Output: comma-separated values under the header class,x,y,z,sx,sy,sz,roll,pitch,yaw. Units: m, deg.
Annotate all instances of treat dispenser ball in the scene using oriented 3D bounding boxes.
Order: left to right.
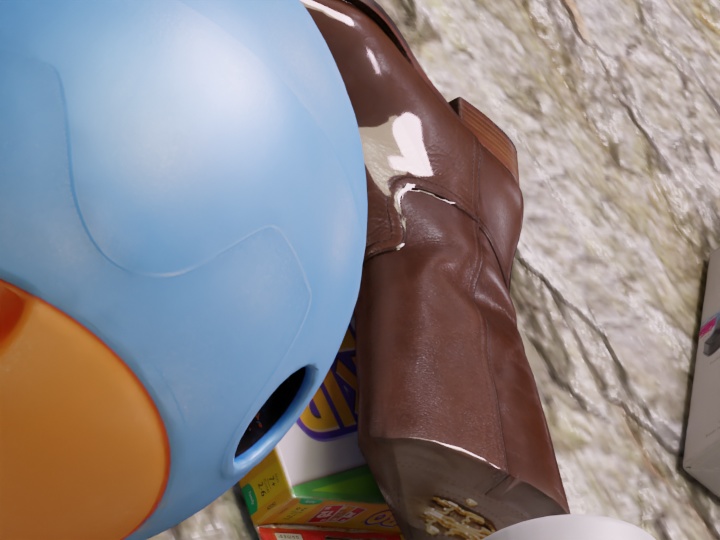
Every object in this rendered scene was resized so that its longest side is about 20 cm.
class,x,y,z,sx,sy,sz,roll,pitch,yaw
treat dispenser ball,-0.099,-0.018,0.693,0.201,0.201,0.201,30,37,-27

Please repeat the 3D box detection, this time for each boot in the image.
class,x,y,z,sx,sy,sz,roll,pitch,yaw
boot,0.000,0.000,0.879,0.186,0.064,0.200,28,42,-31

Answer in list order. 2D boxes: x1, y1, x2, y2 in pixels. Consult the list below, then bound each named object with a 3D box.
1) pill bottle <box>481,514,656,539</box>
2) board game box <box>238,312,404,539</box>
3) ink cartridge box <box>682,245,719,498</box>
class,x,y,z,sx,sy,sz,roll,pitch,yaw
pill bottle,0.075,0.179,0.784,0.109,0.109,0.200,26,40,-32
board game box,-0.024,0.019,0.906,0.095,0.030,0.200,9,53,-45
ink cartridge box,0.215,0.042,1.124,0.115,0.068,0.200,40,35,-15
